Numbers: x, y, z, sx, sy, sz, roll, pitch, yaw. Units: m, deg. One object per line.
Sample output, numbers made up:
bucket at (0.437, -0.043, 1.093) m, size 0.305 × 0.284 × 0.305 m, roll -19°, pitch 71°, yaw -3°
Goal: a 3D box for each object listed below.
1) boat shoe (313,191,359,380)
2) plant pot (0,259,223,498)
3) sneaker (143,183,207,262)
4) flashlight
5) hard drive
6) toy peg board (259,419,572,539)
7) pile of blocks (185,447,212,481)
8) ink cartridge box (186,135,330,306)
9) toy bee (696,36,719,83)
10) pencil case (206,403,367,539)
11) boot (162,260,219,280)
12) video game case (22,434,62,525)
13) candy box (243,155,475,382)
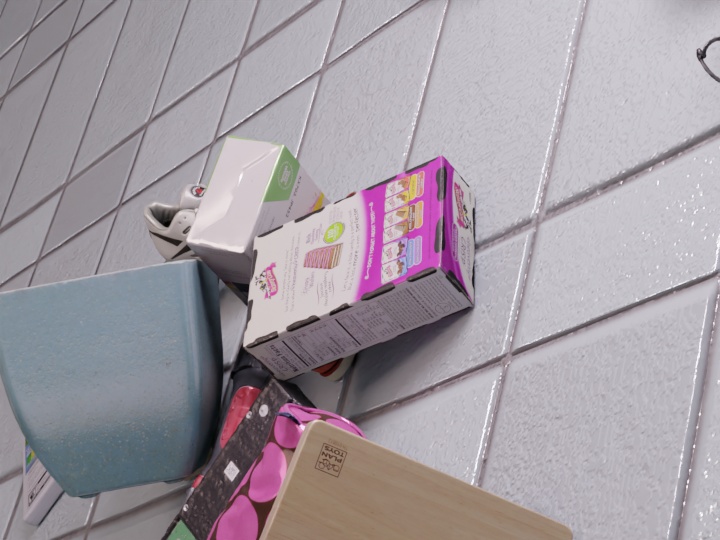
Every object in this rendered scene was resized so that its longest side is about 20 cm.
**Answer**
boat shoe at (-0.025, 0.005, 1.833) m, size 0.071 × 0.063 × 0.200 m, roll -33°, pitch 35°, yaw 50°
plant pot at (-0.225, 0.103, 1.863) m, size 0.196 × 0.196 × 0.200 m, roll 3°, pitch -103°, yaw -87°
sneaker at (-0.142, -0.051, 2.043) m, size 0.200 × 0.089 × 0.074 m, roll -10°, pitch 37°, yaw 34°
flashlight at (-0.109, 0.153, 1.840) m, size 0.068 × 0.068 × 0.200 m, roll 5°, pitch 58°, yaw 21°
hard drive at (-0.083, 0.211, 1.697) m, size 0.200 × 0.038 × 0.140 m, roll -56°, pitch 48°, yaw 12°
toy peg board at (0.010, 0.234, 1.368) m, size 0.199 × 0.200 × 0.098 m, roll -68°, pitch 10°, yaw -15°
pile of blocks at (-0.202, 0.150, 2.030) m, size 0.082 × 0.062 × 0.200 m, roll -62°, pitch 24°, yaw -1°
ink cartridge box at (-0.078, -0.027, 1.887) m, size 0.067 × 0.200 × 0.117 m, roll 9°, pitch 69°, yaw 27°
toy bee at (0.285, -0.251, 1.433) m, size 0.109 × 0.131 × 0.200 m, roll 112°, pitch 139°, yaw -64°
pencil case at (-0.071, 0.205, 1.602) m, size 0.200 × 0.091 × 0.094 m, roll -62°, pitch 33°, yaw 11°
boot at (-0.191, 0.067, 2.056) m, size 0.182 × 0.073 × 0.200 m, roll -39°, pitch 24°, yaw -11°
video game case at (-0.335, 0.171, 2.325) m, size 0.200 × 0.022 × 0.182 m, roll -53°, pitch 25°, yaw 21°
candy box at (0.000, 0.000, 1.713) m, size 0.200 × 0.061 × 0.136 m, roll -22°, pitch 41°, yaw 25°
